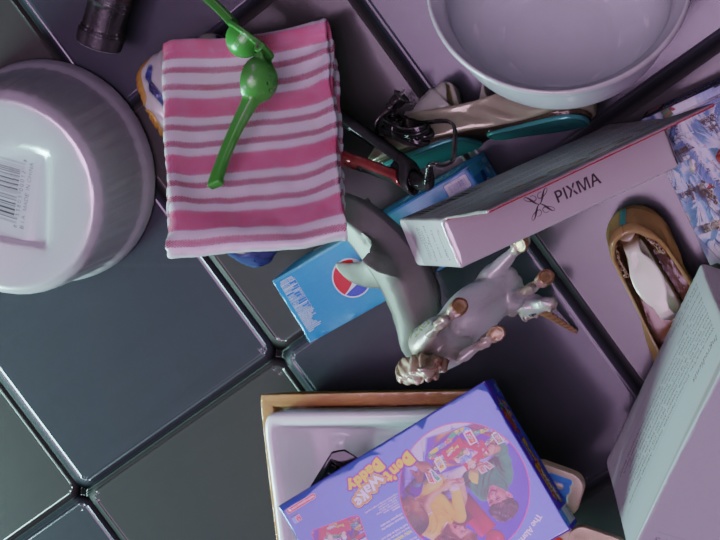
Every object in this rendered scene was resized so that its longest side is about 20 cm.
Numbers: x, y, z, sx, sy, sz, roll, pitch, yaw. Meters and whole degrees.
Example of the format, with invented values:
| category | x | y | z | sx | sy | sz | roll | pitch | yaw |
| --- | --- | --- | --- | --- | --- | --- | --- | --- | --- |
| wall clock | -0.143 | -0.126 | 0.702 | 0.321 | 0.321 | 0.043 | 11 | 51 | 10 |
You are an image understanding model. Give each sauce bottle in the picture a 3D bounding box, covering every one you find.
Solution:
| category | x | y | z | sx | sy | sz | roll | pitch | yaw |
| --- | --- | --- | --- | --- | --- | --- | --- | --- | --- |
| sauce bottle | -0.192 | -0.279 | 1.435 | 0.064 | 0.065 | 0.201 | 22 | 109 | 9 |

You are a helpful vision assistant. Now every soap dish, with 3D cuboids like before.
| category | x | y | z | sx | sy | sz | roll | pitch | yaw |
| --- | --- | --- | --- | --- | --- | --- | --- | --- | --- |
| soap dish | 0.020 | 0.174 | 1.495 | 0.199 | 0.081 | 0.158 | -2 | 105 | 17 |

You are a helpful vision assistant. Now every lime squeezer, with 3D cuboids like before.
| category | x | y | z | sx | sy | sz | roll | pitch | yaw |
| --- | --- | --- | --- | --- | --- | --- | --- | --- | --- |
| lime squeezer | -0.100 | -0.162 | 1.379 | 0.070 | 0.038 | 0.201 | -30 | 58 | 32 |

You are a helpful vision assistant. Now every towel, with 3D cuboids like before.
| category | x | y | z | sx | sy | sz | roll | pitch | yaw |
| --- | --- | --- | --- | --- | --- | --- | --- | --- | --- |
| towel | -0.087 | -0.105 | 1.375 | 0.145 | 0.030 | 0.201 | -7 | 63 | 6 |

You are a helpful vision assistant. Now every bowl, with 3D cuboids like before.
| category | x | y | z | sx | sy | sz | roll | pitch | yaw |
| --- | --- | --- | --- | --- | --- | --- | --- | --- | --- |
| bowl | 0.153 | -0.197 | 1.324 | 0.200 | 0.090 | 0.202 | -4 | 62 | 8 |

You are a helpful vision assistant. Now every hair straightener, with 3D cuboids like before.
| category | x | y | z | sx | sy | sz | roll | pitch | yaw |
| --- | --- | --- | --- | --- | --- | --- | --- | --- | --- |
| hair straightener | 0.014 | -0.113 | 1.379 | 0.041 | 0.200 | 0.077 | 29 | 88 | -35 |

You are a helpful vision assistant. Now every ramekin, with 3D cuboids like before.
| category | x | y | z | sx | sy | sz | roll | pitch | yaw |
| --- | --- | --- | --- | --- | --- | --- | --- | --- | --- |
| ramekin | -0.287 | -0.076 | 1.504 | 0.199 | 0.098 | 0.202 | 4 | 107 | 15 |

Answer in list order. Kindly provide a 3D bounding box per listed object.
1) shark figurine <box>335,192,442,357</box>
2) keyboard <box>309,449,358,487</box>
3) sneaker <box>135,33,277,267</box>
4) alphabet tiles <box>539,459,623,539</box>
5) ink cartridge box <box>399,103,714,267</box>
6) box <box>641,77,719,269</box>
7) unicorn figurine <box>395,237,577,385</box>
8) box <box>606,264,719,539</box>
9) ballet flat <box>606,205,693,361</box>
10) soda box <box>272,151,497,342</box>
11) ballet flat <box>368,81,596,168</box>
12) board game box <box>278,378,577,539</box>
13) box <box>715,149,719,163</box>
| category | x | y | z | sx | sy | sz | roll | pitch | yaw |
| --- | --- | --- | --- | --- | --- | --- | --- | --- | --- |
| shark figurine | -0.008 | -0.021 | 1.371 | 0.214 | 0.090 | 0.128 | 35 | 111 | 1 |
| keyboard | 0.035 | 0.242 | 1.434 | 0.199 | 0.040 | 0.104 | 33 | 112 | 7 |
| sneaker | -0.110 | -0.102 | 1.453 | 0.088 | 0.075 | 0.201 | -26 | 93 | 19 |
| alphabet tiles | 0.115 | 0.242 | 1.436 | 0.195 | 0.015 | 0.201 | 18 | 109 | 12 |
| ink cartridge box | 0.149 | -0.060 | 1.294 | 0.199 | 0.176 | 0.045 | -25 | 98 | -17 |
| box | 0.325 | -0.061 | 1.360 | 0.136 | 0.040 | 0.201 | -24 | 98 | 21 |
| unicorn figurine | 0.101 | 0.031 | 1.361 | 0.074 | 0.199 | 0.137 | 63 | 156 | 11 |
| box | 0.321 | 0.132 | 1.333 | 0.198 | 0.131 | 0.201 | 17 | 115 | -8 |
| ballet flat | 0.252 | 0.043 | 1.399 | 0.068 | 0.063 | 0.201 | -30 | 96 | 20 |
| soda box | 0.029 | -0.019 | 1.443 | 0.199 | 0.068 | 0.064 | -29 | 96 | 22 |
| ballet flat | 0.094 | -0.128 | 1.401 | 0.199 | 0.069 | 0.070 | -12 | 102 | 20 |
| board game box | 0.053 | 0.196 | 1.393 | 0.199 | 0.045 | 0.135 | -32 | 83 | 12 |
| box | 0.369 | -0.118 | 1.264 | 0.095 | 0.100 | 0.200 | 45 | 92 | -7 |
